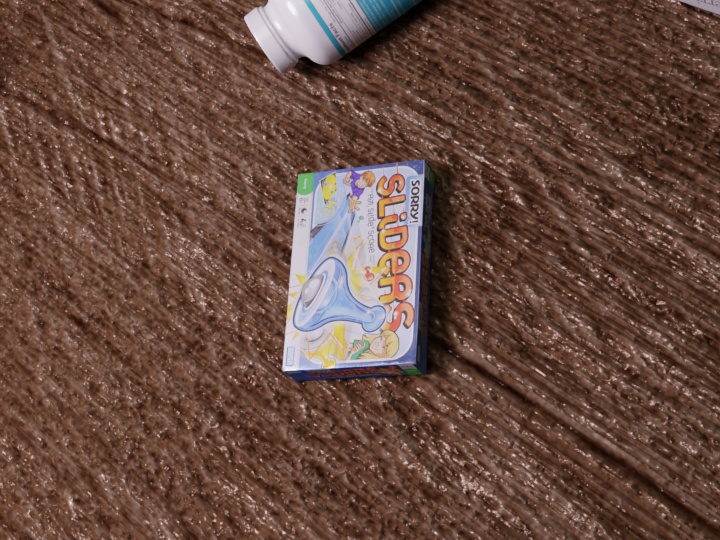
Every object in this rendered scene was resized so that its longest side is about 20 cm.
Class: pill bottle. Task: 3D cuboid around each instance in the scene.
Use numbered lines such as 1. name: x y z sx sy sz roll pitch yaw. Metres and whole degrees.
1. pill bottle: -0.017 -0.283 1.251 0.199 0.111 0.111 -33 61 7

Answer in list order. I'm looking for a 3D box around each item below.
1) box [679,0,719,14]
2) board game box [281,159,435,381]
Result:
1. box: 0.298 -0.374 1.120 0.198 0.171 0.201 27 82 29
2. board game box: 0.000 0.000 1.173 0.134 0.034 0.202 -5 68 21
